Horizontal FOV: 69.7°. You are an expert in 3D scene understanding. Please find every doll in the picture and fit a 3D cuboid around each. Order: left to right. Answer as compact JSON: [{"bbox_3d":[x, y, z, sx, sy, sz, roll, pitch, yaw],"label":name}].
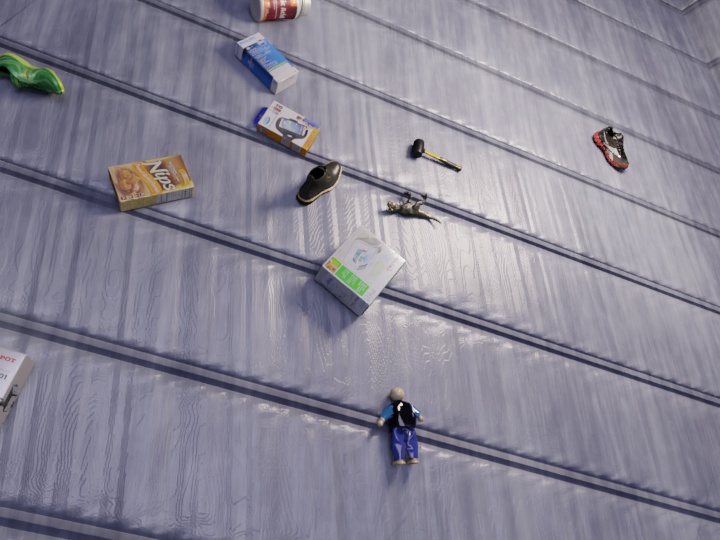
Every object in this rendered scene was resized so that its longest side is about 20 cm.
[{"bbox_3d":[0.106,0.412,1.383,0.136,0.048,0.200,5,65,-19],"label":"doll"}]

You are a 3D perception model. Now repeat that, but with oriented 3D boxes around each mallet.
[{"bbox_3d":[0.270,-0.394,1.834,0.200,0.041,0.066,28,58,-10],"label":"mallet"}]

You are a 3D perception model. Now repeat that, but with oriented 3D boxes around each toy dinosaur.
[{"bbox_3d":[0.178,-0.215,1.708,0.200,0.047,0.088,12,77,-15],"label":"toy dinosaur"}]

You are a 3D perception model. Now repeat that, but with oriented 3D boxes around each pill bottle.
[{"bbox_3d":[-0.286,-0.957,1.847,0.200,0.114,0.114,-18,73,-26],"label":"pill bottle"}]

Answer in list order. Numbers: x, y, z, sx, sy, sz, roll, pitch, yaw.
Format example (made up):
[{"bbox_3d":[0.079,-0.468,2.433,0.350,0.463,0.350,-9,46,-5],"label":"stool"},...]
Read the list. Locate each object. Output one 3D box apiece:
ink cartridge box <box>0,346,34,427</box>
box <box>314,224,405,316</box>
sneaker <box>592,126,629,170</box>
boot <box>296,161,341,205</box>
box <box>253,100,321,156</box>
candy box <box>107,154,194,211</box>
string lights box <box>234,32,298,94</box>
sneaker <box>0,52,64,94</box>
[{"bbox_3d":[-0.820,0.257,1.094,0.146,0.086,0.200,19,62,-11],"label":"ink cartridge box"},{"bbox_3d":[0.000,0.000,1.513,0.176,0.097,0.200,40,58,4],"label":"box"},{"bbox_3d":[1.056,-0.512,2.141,0.071,0.098,0.201,-23,77,-30],"label":"sneaker"},{"bbox_3d":[-0.107,-0.297,1.587,0.077,0.138,0.200,36,58,-1],"label":"boot"},{"bbox_3d":[-0.241,-0.467,1.676,0.200,0.041,0.119,28,60,-8],"label":"box"},{"bbox_3d":[-0.580,-0.245,1.437,0.200,0.055,0.116,-18,73,-26],"label":"candy box"},{"bbox_3d":[-0.316,-0.702,1.747,0.200,0.059,0.103,45,59,4],"label":"string lights box"},{"bbox_3d":[-0.922,-0.532,1.440,0.200,0.074,0.084,23,57,2],"label":"sneaker"}]
